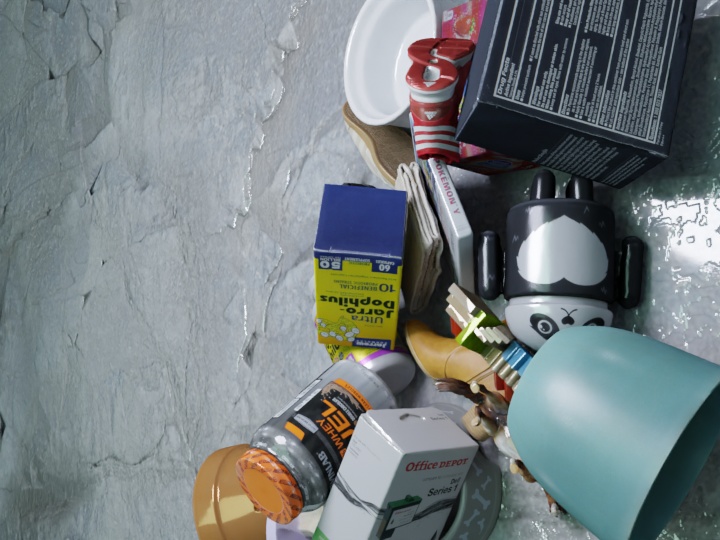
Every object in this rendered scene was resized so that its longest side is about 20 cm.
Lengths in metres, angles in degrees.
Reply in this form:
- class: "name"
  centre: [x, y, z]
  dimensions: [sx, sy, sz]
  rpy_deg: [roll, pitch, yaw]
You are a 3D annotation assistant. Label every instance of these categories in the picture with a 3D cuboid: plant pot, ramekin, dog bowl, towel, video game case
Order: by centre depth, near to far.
- class: "plant pot"
  centre: [0.242, 0.147, 0.805]
  dimensions: [0.160, 0.199, 0.203]
  rpy_deg: [31, 108, 34]
- class: "video game case"
  centre: [0.106, -0.074, 1.047]
  dimensions: [0.023, 0.200, 0.184]
  rpy_deg: [-18, 64, 0]
- class: "dog bowl"
  centre: [0.091, 0.276, 1.089]
  dimensions: [0.199, 0.058, 0.203]
  rpy_deg: [-10, 77, 47]
- class: "towel"
  centre: [0.071, -0.040, 1.108]
  dimensions: [0.201, 0.034, 0.134]
  rpy_deg: [99, 159, -63]
- class: "ramekin"
  centre: [0.072, -0.295, 1.153]
  dimensions: [0.199, 0.097, 0.204]
  rpy_deg: [-10, 77, 53]
- class: "plant pot"
  centre: [-0.136, 0.353, 1.254]
  dimensions: [0.139, 0.199, 0.203]
  rpy_deg: [-22, 67, 27]

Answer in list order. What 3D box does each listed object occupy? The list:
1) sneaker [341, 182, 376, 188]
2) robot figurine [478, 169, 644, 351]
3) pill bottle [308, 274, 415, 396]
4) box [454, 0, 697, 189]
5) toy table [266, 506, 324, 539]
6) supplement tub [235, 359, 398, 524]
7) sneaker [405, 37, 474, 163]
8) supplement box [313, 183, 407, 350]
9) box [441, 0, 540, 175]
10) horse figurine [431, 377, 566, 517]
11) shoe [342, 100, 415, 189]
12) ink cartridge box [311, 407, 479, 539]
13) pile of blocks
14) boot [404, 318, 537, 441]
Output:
- class: "sneaker"
  centre: [0.000, -0.070, 1.195]
  dimensions: [0.200, 0.074, 0.080]
  rpy_deg: [-88, 6, -72]
- class: "robot figurine"
  centre: [0.222, -0.008, 0.924]
  dimensions: [0.149, 0.124, 0.203]
  rpy_deg: [-5, 77, 47]
- class: "pill bottle"
  centre: [-0.006, 0.086, 1.192]
  dimensions: [0.105, 0.103, 0.201]
  rpy_deg: [-52, 49, 30]
- class: "box"
  centre: [0.220, -0.218, 0.860]
  dimensions: [0.123, 0.196, 0.203]
  rpy_deg: [123, 163, -78]
- class: "toy table"
  centre: [-0.041, 0.325, 1.158]
  dimensions: [0.116, 0.184, 0.202]
  rpy_deg: [-25, 36, 37]
- class: "supplement tub"
  centre: [-0.053, 0.213, 1.035]
  dimensions: [0.122, 0.200, 0.124]
  rpy_deg: [26, 136, 29]
- class: "sneaker"
  centre: [0.088, -0.194, 0.960]
  dimensions: [0.077, 0.201, 0.117]
  rpy_deg: [7, 122, 15]
- class: "supplement box"
  centre: [0.000, 0.000, 1.064]
  dimensions: [0.201, 0.107, 0.111]
  rpy_deg: [91, -175, -53]
- class: "box"
  centre: [0.166, -0.230, 1.043]
  dimensions: [0.095, 0.099, 0.203]
  rpy_deg: [-4, 81, 47]
- class: "horse figurine"
  centre: [0.168, 0.190, 0.938]
  dimensions: [0.050, 0.132, 0.200]
  rpy_deg: [-43, 69, 6]
- class: "shoe"
  centre: [0.038, -0.179, 1.225]
  dimensions: [0.201, 0.069, 0.054]
  rpy_deg: [57, 168, 32]
- class: "ink cartridge box"
  centre: [0.039, 0.274, 0.994]
  dimensions: [0.084, 0.145, 0.202]
  rpy_deg: [35, 111, 42]
- class: "pile of blocks"
  centre: [0.161, 0.104, 0.939]
  dimensions: [0.200, 0.082, 0.062]
  rpy_deg: [44, 103, 18]
- class: "boot"
  centre: [0.151, 0.098, 1.046]
  dimensions: [0.144, 0.070, 0.202]
  rpy_deg: [-51, 55, 24]
